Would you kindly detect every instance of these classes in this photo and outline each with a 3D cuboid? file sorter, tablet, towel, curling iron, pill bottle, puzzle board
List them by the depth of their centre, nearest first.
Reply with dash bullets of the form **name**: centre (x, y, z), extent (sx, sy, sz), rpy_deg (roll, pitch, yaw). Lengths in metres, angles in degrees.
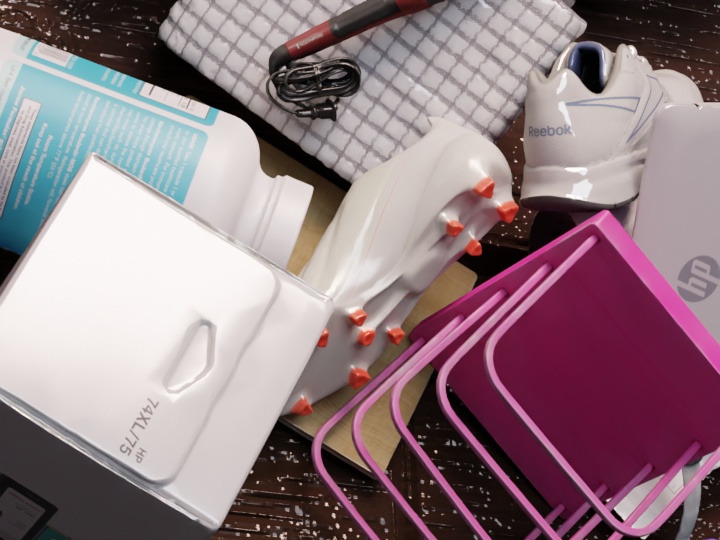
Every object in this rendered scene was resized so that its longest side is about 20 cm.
- **file sorter**: centre (0.087, 0.086, 1.517), extent (0.139, 0.200, 0.125), rpy_deg (50, 57, -4)
- **pill bottle**: centre (-0.130, -0.047, 1.532), extent (0.200, 0.111, 0.111), rpy_deg (21, 57, -3)
- **curling iron**: centre (0.035, -0.146, 1.582), extent (0.200, 0.026, 0.050), rpy_deg (-33, 118, -1)
- **tablet**: centre (0.204, 0.002, 1.607), extent (0.130, 0.200, 0.014), rpy_deg (-1, 20, -27)
- **puzzle board**: centre (-0.046, 0.009, 1.616), extent (0.200, 0.017, 0.151), rpy_deg (32, 57, -6)
- **towel**: centre (0.008, -0.144, 1.635), extent (0.200, 0.086, 0.166), rpy_deg (35, 97, -5)

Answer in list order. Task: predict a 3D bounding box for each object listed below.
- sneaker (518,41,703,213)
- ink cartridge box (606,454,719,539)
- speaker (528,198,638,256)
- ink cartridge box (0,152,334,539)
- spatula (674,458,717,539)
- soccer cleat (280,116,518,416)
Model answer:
- **sneaker**: centre (0.147, -0.091, 1.618), extent (0.200, 0.074, 0.087), rpy_deg (-32, 119, -62)
- **ink cartridge box**: centre (0.167, 0.043, 1.687), extent (0.200, 0.057, 0.163), rpy_deg (-42, 86, -23)
- **speaker**: centre (0.199, -0.018, 1.651), extent (0.200, 0.081, 0.081), rpy_deg (-13, 71, -23)
- **ink cartridge box**: centre (-0.133, 0.072, 1.430), extent (0.146, 0.200, 0.147), rpy_deg (32, 55, -6)
- **spatula**: centre (0.183, 0.121, 1.610), extent (0.056, 0.021, 0.200), rpy_deg (-16, 108, -31)
- **soccer cleat**: centre (0.000, 0.000, 1.573), extent (0.200, 0.069, 0.078), rpy_deg (-44, 49, -4)
